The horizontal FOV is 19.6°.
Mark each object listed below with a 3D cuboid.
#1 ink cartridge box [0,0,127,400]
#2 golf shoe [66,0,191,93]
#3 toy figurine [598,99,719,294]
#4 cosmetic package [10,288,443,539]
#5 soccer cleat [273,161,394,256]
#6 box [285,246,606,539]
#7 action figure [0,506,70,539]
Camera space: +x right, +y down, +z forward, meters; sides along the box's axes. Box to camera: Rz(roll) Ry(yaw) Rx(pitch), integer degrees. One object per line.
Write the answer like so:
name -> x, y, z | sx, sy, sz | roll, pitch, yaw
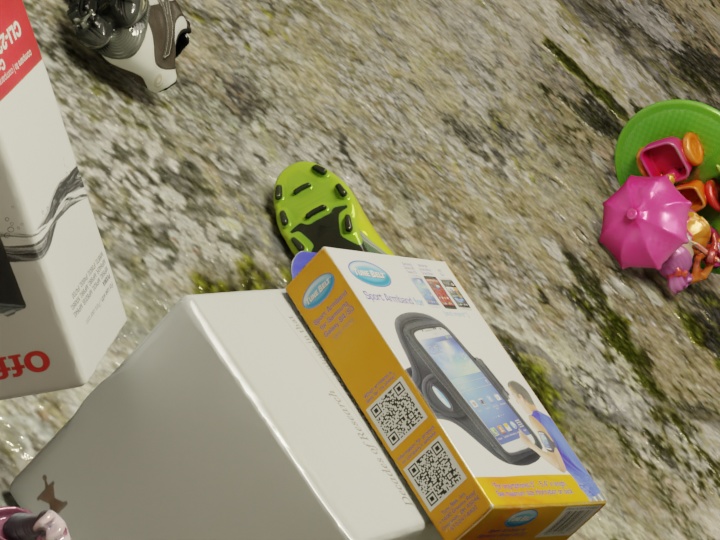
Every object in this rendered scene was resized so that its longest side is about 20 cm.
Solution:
ink cartridge box -> -0.221, -0.032, 1.060 | 0.084, 0.144, 0.200 | -68, 145, -63
golf shoe -> -0.179, -0.205, 1.620 | 0.095, 0.078, 0.200 | 50, 20, -30
toy figurine -> 0.307, -0.044, 2.058 | 0.200, 0.150, 0.184 | 63, 34, -15
cosmetic package -> -0.045, 0.122, 1.151 | 0.166, 0.167, 0.200 | 53, 27, 19
soccer cleat -> 0.000, 0.001, 1.572 | 0.200, 0.065, 0.084 | 50, -5, 26
box -> 0.041, 0.059, 1.135 | 0.119, 0.041, 0.200 | 6, 46, -54
action figure -> -0.208, 0.162, 0.966 | 0.149, 0.134, 0.200 | 8, -21, 43
